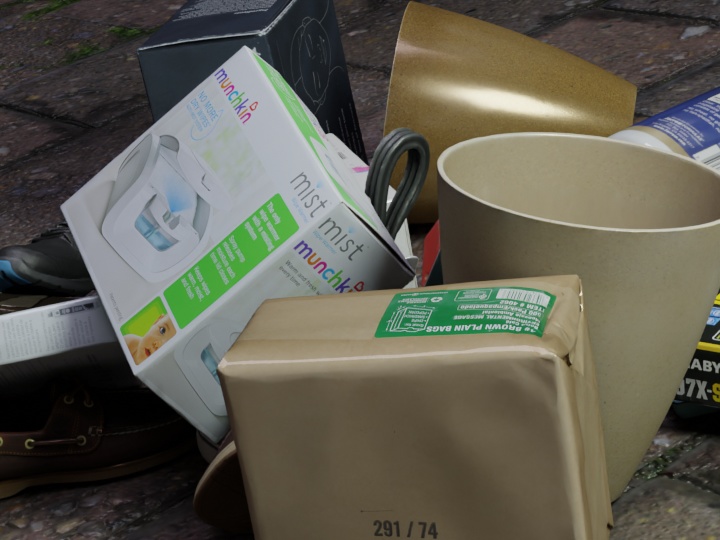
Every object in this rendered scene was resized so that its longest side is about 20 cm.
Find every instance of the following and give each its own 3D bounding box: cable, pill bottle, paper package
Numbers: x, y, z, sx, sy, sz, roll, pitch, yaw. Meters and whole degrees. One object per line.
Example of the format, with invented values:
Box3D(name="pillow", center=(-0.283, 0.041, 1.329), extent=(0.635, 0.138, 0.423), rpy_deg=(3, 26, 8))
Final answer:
Box3D(name="cable", center=(0.000, 0.000, 1.489), extent=(0.097, 0.201, 0.050), rpy_deg=(-10, 20, -34))
Box3D(name="pill bottle", center=(0.265, -0.075, 1.528), extent=(0.199, 0.112, 0.111), rpy_deg=(-24, 25, -31))
Box3D(name="paper package", center=(0.035, 0.108, 1.231), extent=(0.199, 0.192, 0.104), rpy_deg=(-3, 26, 15))

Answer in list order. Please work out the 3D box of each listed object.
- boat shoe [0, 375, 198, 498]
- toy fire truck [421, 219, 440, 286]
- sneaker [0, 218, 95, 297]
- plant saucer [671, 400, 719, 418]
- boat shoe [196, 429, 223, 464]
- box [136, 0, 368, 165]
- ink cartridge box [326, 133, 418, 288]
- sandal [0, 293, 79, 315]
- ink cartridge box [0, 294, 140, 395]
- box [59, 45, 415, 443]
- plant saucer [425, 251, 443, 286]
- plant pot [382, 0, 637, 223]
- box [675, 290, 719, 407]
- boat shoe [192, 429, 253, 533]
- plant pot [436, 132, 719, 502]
Box3D(name="boat shoe", center=(-0.211, 0.110, 1.503), extent=(0.199, 0.071, 0.070), rpy_deg=(-13, 23, -7))
Box3D(name="toy fire truck", center=(0.097, 0.028, 1.522), extent=(0.048, 0.141, 0.201), rpy_deg=(16, 51, -21))
Box3D(name="sneaker", center=(-0.229, -0.019, 1.727), extent=(0.073, 0.083, 0.200), rpy_deg=(2, 3, 29))
Box3D(name="plant saucer", center=(0.226, 0.053, 1.506), extent=(0.069, 0.019, 0.200), rpy_deg=(-12, 21, -4))
Box3D(name="boat shoe", center=(-0.035, 0.091, 1.435), extent=(0.199, 0.093, 0.075), rpy_deg=(7, 28, 37))
Box3D(name="box", center=(-0.089, -0.138, 1.872), extent=(0.123, 0.201, 0.197), rpy_deg=(-6, 22, 16))
Box3D(name="ink cartridge box", center=(-0.039, -0.005, 1.625), extent=(0.128, 0.126, 0.200), rpy_deg=(-16, 24, -12))
Box3D(name="sandal", center=(-0.259, 0.047, 1.663), extent=(0.081, 0.055, 0.200), rpy_deg=(3, -5, -10))
Box3D(name="ink cartridge box", center=(-0.262, 0.070, 1.532), extent=(0.199, 0.041, 0.200), rpy_deg=(-13, -11, -5))
Box3D(name="box", center=(-0.084, -0.019, 1.427), extent=(0.176, 0.097, 0.200), rpy_deg=(-40, 41, 8))
Box3D(name="plant saucer", center=(0.060, 0.015, 1.454), extent=(0.019, 0.201, 0.070), rpy_deg=(31, 36, 15))
Box3D(name="plant pot", center=(0.127, -0.120, 1.793), extent=(0.199, 0.188, 0.187), rpy_deg=(7, 25, 7))
Box3D(name="box", center=(0.305, 0.040, 1.431), extent=(0.159, 0.050, 0.200), rpy_deg=(7, 24, 31))
Box3D(name="boat shoe", center=(-0.038, 0.088, 1.348), extent=(0.072, 0.200, 0.072), rpy_deg=(25, 36, -18))
Box3D(name="plant pot", center=(0.128, 0.038, 1.323), extent=(0.186, 0.201, 0.187), rpy_deg=(5, 20, -2))
